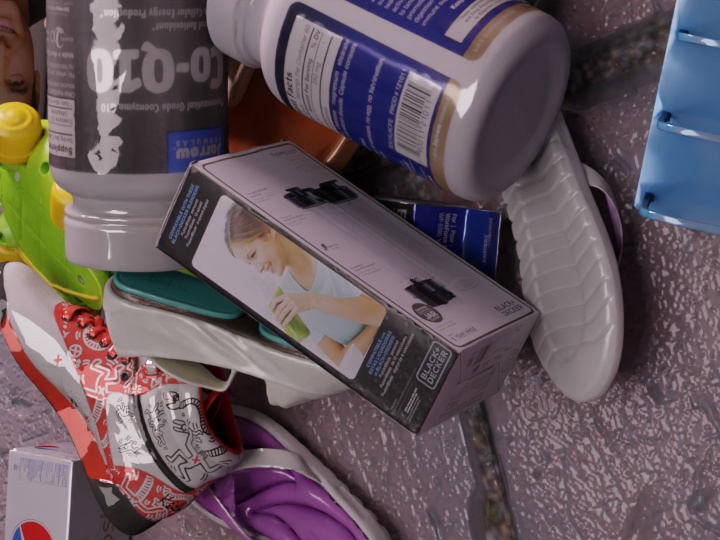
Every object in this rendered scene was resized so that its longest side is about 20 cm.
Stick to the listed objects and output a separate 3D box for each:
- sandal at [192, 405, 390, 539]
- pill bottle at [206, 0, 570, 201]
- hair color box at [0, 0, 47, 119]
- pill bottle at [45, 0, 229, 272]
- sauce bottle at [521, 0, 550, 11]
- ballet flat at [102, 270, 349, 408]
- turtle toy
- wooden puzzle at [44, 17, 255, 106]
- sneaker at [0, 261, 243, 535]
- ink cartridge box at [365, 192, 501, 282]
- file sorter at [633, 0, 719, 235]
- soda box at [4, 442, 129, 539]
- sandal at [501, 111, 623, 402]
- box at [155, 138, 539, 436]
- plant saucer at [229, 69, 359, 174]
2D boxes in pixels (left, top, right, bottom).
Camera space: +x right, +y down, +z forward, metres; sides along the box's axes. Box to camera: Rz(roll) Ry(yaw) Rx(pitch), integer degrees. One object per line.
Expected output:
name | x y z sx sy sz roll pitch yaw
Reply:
sandal | -0.062 0.148 1.363 0.202 0.050 0.083 27 106 32
pill bottle | 0.013 -0.132 1.212 0.199 0.115 0.117 30 107 25
hair color box | -0.276 -0.176 1.486 0.060 0.099 0.202 8 96 34
pill bottle | -0.137 -0.106 1.281 0.113 0.113 0.202 7 103 35
sauce bottle | 0.027 -0.210 1.275 0.199 0.065 0.065 36 111 10
ballet flat | -0.066 0.048 1.282 0.198 0.069 0.070 14 100 12
turtle toy | -0.176 -0.031 1.415 0.200 0.101 0.146 43 145 26
wooden puzzle | -0.118 -0.223 1.374 0.199 0.046 0.186 24 89 37
sneaker | -0.154 0.061 1.352 0.108 0.067 0.202 -32 83 17
ink cartridge box | 0.000 0.000 1.317 0.199 0.039 0.100 7 95 42
file sorter | 0.229 -0.112 1.091 0.138 0.123 0.202 12 99 9
soda box | -0.209 0.226 1.466 0.063 0.068 0.202 6 94 35
sandal | 0.129 -0.022 1.233 0.082 0.049 0.204 -41 55 52
box | -0.007 0.005 1.217 0.199 0.116 0.060 35 115 18
plant saucer | -0.064 -0.124 1.354 0.199 0.032 0.202 -13 67 31
